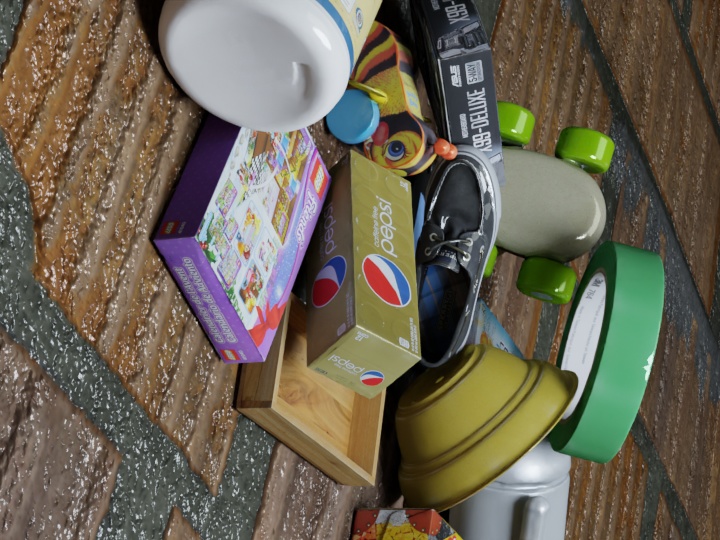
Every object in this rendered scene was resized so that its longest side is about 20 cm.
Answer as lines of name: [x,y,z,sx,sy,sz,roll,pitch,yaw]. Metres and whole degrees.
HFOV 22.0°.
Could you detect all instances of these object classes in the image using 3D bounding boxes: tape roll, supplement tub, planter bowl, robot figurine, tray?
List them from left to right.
supplement tub: [-0.054,-0.218,1.380,0.145,0.144,0.200,64,35,-41]
tray: [-0.037,0.100,1.516,0.200,0.037,0.099,44,49,-55]
planter bowl: [0.093,0.125,1.670,0.084,0.200,0.200,51,33,-9]
robot figurine: [0.143,0.223,1.780,0.170,0.113,0.201,-142,-128,-66]
tape roll: [0.223,0.075,1.694,0.200,0.048,0.201,-166,-90,-85]

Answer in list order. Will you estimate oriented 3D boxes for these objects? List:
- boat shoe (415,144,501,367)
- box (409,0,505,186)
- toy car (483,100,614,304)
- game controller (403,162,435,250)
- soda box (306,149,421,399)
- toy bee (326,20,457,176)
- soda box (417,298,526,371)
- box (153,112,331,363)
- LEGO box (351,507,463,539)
boat shoe: [0.076,-0.008,1.623,0.066,0.070,0.201,-54,157,-70]
box: [0.084,-0.193,1.682,0.200,0.050,0.158,-103,-178,-46]
toy car: [0.148,-0.054,1.830,0.200,0.157,0.165,128,-20,-79]
game controller: [0.046,-0.011,1.706,0.104,0.042,0.201,54,41,-50]
soda box: [0.000,0.000,1.490,0.068,0.064,0.200,28,38,-28]
toy bee: [0.033,-0.125,1.612,0.131,0.108,0.201,-31,116,-65]
soda box: [0.120,0.100,1.829,0.200,0.063,0.069,51,42,-53]
box: [-0.086,-0.048,1.420,0.200,0.039,0.137,-71,147,-40]
LEGO box: [0.056,0.316,1.644,0.200,0.077,0.149,50,43,-53]
